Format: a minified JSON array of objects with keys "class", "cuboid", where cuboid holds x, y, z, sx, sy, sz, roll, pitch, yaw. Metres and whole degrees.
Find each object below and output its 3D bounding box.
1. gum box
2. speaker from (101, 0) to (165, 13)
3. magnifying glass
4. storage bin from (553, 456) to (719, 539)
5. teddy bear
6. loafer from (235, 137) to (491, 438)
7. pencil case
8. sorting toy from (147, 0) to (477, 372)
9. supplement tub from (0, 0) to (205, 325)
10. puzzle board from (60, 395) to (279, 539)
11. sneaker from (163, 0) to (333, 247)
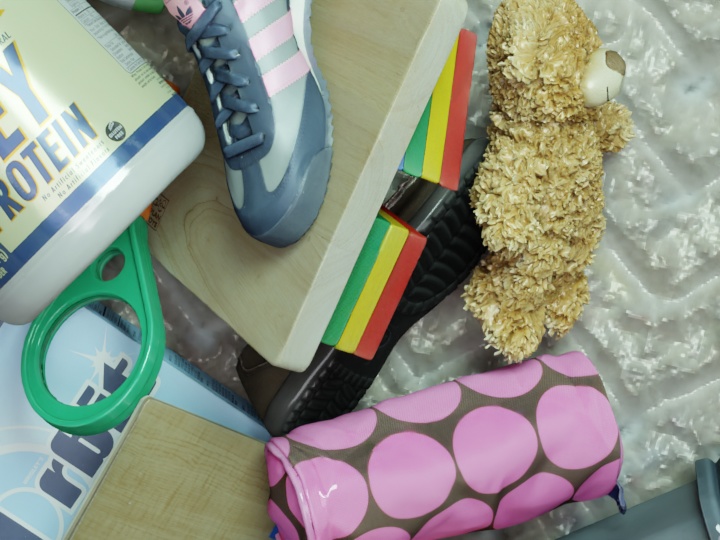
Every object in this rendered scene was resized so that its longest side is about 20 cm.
[{"class":"gum box","cuboid":[-0.165,0.107,1.356,0.200,0.045,0.170,35,94,-7]},{"class":"speaker","cuboid":[-0.182,-0.208,1.292,0.199,0.088,0.089,24,96,-7]},{"class":"magnifying glass","cuboid":[-0.129,-0.008,1.310,0.079,0.022,0.201,1,69,27]},{"class":"storage bin","cuboid":[0.173,0.221,1.357,0.134,0.146,0.201,-20,99,9]},{"class":"teddy bear","cuboid":[0.104,-0.048,1.310,0.067,0.145,0.201,17,99,34]},{"class":"loafer","cuboid":[0.000,0.000,1.336,0.071,0.073,0.200,36,82,31]},{"class":"pencil case","cuboid":[0.043,0.111,1.325,0.199,0.094,0.091,-12,58,-22]},{"class":"sorting toy","cuboid":[-0.018,-0.067,1.277,0.069,0.200,0.199,19,100,-32]},{"class":"supplement tub","cuboid":[-0.192,-0.088,1.229,0.145,0.145,0.200,-45,95,3]},{"class":"puzzle board","cuboid":[-0.078,0.161,1.338,0.200,0.017,0.151,25,97,-39]},{"class":"sneaker","cuboid":[-0.065,-0.109,1.216,0.082,0.070,0.201,12,62,-42]}]
